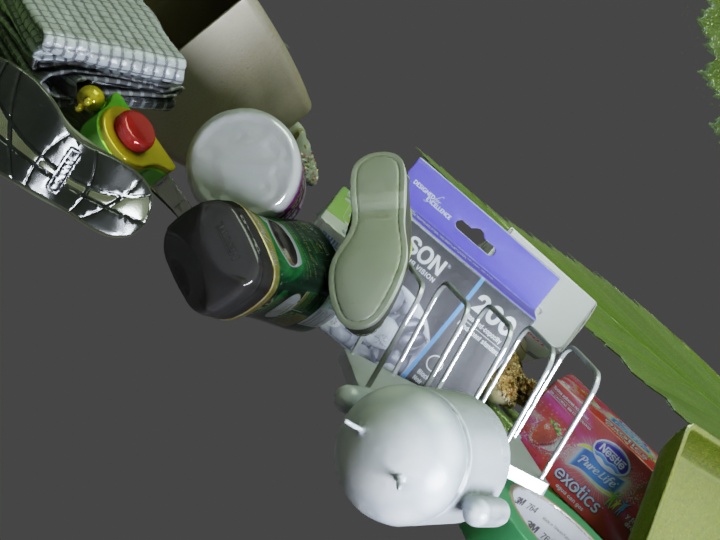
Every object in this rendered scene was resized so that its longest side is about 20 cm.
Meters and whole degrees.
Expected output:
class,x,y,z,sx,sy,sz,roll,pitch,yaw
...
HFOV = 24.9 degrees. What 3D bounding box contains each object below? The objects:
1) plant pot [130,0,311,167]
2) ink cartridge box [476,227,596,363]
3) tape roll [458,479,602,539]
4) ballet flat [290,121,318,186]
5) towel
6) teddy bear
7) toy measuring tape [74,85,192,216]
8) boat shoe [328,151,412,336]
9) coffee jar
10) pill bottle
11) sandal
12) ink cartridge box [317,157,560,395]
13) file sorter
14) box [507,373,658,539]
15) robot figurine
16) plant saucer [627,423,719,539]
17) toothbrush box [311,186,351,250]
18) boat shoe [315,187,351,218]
class,x,y,z,sx,sy,sz,roll,pitch,yaw
plant pot,-0.171,-0.218,1.786,0.177,0.200,0.200,47,7,-36
ink cartridge box,0.186,0.037,2.014,0.147,0.083,0.200,41,-15,-5
tape roll,0.176,0.264,1.485,0.200,0.048,0.200,38,13,-11
ballet flat,-0.109,-0.170,2.053,0.200,0.064,0.076,30,16,-43
towel,-0.278,-0.228,1.607,0.166,0.086,0.200,4,33,-37
teddy bear,0.157,0.104,1.890,0.145,0.067,0.200,38,11,24
toy measuring tape,-0.204,-0.084,1.507,0.200,0.074,0.074,56,12,-4
boat shoe,0.015,-0.018,1.527,0.060,0.072,0.202,74,19,-51
coffee jar,-0.094,-0.003,1.478,0.104,0.085,0.200,62,18,18
pill bottle,-0.110,-0.091,1.624,0.112,0.112,0.200,42,-3,3
sandal,-0.263,-0.097,1.362,0.201,0.080,0.057,43,-6,-24
ink cartridge box,0.073,0.023,1.634,0.198,0.200,0.043,39,-3,-9
file sorter,0.100,0.093,1.518,0.200,0.125,0.139,27,7,-11
box,0.264,0.216,1.796,0.200,0.095,0.100,44,12,11
robot figurine,0.051,0.152,1.336,0.170,0.113,0.200,36,9,24
plant saucer,0.344,0.277,1.691,0.200,0.200,0.048,31,-13,-39
toothbrush box,0.000,0.000,1.756,0.146,0.086,0.200,40,12,-4
boat shoe,0.016,-0.061,1.921,0.086,0.075,0.202,52,-26,-6
